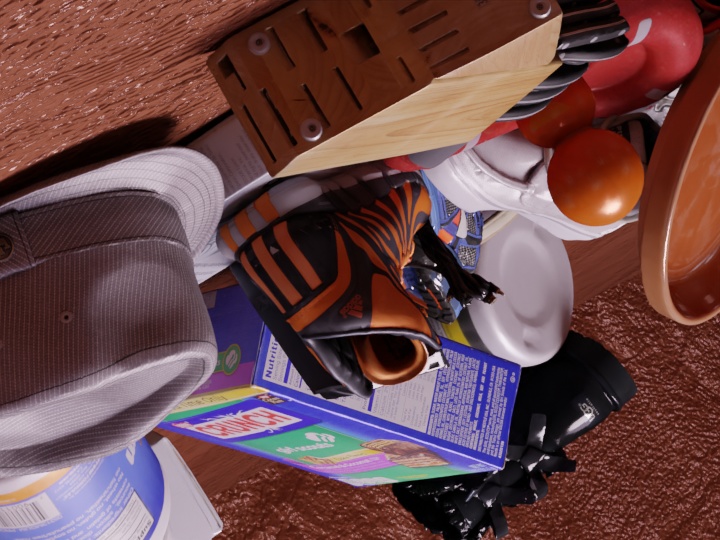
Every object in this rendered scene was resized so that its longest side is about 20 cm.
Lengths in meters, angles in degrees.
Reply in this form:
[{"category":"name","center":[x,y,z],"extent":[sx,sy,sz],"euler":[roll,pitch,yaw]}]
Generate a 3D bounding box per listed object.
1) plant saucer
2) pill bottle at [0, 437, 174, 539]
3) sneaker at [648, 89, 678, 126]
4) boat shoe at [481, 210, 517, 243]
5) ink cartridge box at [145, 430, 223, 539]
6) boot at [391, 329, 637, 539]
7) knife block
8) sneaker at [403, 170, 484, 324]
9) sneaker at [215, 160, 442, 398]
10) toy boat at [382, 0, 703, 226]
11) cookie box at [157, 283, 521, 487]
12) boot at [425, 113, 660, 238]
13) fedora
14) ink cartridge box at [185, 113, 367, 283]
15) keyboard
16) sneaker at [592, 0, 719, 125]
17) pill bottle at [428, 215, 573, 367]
[{"category":"plant saucer","center":[0.212,-0.067,1.577],"extent":[0.200,0.032,0.201],"euler":[-44,147,-38]},{"category":"pill bottle","center":[-0.171,0.117,1.529],"extent":[0.112,0.112,0.200],"euler":[-29,145,-2]},{"category":"sneaker","center":[0.158,-0.109,1.817],"extent":[0.080,0.084,0.200],"euler":[9,142,-19]},{"category":"boat shoe","center":[0.044,-0.046,1.761],"extent":[0.200,0.065,0.072],"euler":[-39,-140,-23]},{"category":"ink cartridge box","center":[-0.202,0.167,1.885],"extent":[0.145,0.084,0.200],"euler":[-34,-162,-16]},{"category":"boot","center":[0.088,0.107,1.875],"extent":[0.162,0.073,0.198],"euler":[-41,-160,-11]},{"category":"knife block","center":[0.032,-0.093,1.273],"extent":[0.199,0.064,0.176],"euler":[-29,166,-9]},{"category":"sneaker","center":[0.033,-0.045,1.647],"extent":[0.079,0.075,0.200],"euler":[-63,162,-19]},{"category":"sneaker","center":[0.002,0.009,1.431],"extent":[0.077,0.112,0.200],"euler":[-38,171,25]},{"category":"toy boat","center":[0.106,-0.084,1.452],"extent":[0.199,0.131,0.130],"euler":[-24,172,-41]},{"category":"cookie box","center":[-0.029,0.075,1.740],"extent":[0.199,0.076,0.171],"euler":[20,161,-32]},{"category":"boot","center":[0.118,-0.071,1.579],"extent":[0.095,0.074,0.200],"euler":[-18,161,31]},{"category":"fedora","center":[-0.138,0.033,1.285],"extent":[0.199,0.091,0.177],"euler":[-20,156,-14]},{"category":"ink cartridge box","center":[-0.103,-0.018,1.447],"extent":[0.199,0.041,0.200],"euler":[-31,173,11]},{"category":"keyboard","center":[0.000,0.000,1.519],"extent":[0.126,0.200,0.021],"euler":[-16,126,-15]},{"category":"sneaker","center":[0.168,-0.137,1.627],"extent":[0.201,0.067,0.108],"euler":[-32,169,18]},{"category":"pill bottle","center":[0.035,0.022,1.867],"extent":[0.199,0.115,0.114],"euler":[-12,-174,37]}]
